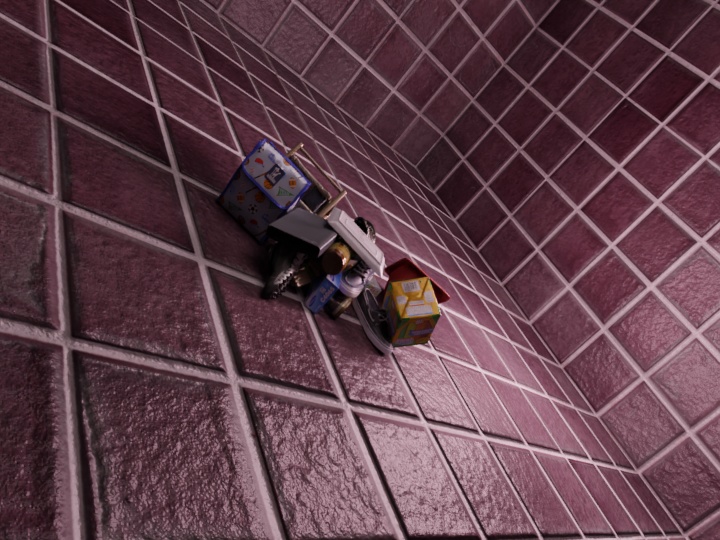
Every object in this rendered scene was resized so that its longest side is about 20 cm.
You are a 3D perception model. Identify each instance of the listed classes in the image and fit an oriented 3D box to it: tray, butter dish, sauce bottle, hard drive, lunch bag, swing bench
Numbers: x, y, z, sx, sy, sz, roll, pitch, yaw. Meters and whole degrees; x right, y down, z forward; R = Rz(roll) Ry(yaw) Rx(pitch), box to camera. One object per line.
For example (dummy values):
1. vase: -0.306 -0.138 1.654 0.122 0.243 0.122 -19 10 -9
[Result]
1. tray: -0.003 -0.079 1.499 0.200 0.022 0.108 46 22 -13
2. butter dish: 0.149 0.084 1.837 0.198 0.150 0.199 40 -21 -9
3. sauce bottle: -0.051 -0.046 1.483 0.066 0.066 0.201 42 21 -6
4. hard drive: -0.131 -0.094 1.418 0.136 0.034 0.200 24 22 6
5. lunch bag: -0.241 -0.203 1.478 0.170 0.200 0.124 43 19 -5
6. swing bench: -0.180 -0.207 1.615 0.199 0.130 0.200 45 51 1

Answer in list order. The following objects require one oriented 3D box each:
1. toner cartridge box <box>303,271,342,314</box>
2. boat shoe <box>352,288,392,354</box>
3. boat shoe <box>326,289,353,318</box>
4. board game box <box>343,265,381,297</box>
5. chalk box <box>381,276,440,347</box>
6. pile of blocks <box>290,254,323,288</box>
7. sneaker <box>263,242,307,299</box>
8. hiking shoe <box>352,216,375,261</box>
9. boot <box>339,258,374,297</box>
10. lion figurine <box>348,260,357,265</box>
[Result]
1. toner cartridge box: -0.090 0.024 1.504 0.043 0.095 0.201 37 19 -11
2. boat shoe: 0.045 0.136 1.602 0.071 0.068 0.203 23 29 -46
3. boat shoe: -0.049 0.055 1.559 0.065 0.073 0.201 46 19 -8
4. board game box: -0.021 -0.017 1.826 0.133 0.034 0.203 27 26 -44
5. chalk box: 0.131 0.132 1.628 0.120 0.203 0.127 -7 55 -13
6. pile of blocks: -0.132 -0.021 1.490 0.082 0.062 0.202 42 49 -9
7. sneaker: -0.189 -0.014 1.366 0.089 0.067 0.202 31 46 2
8. hiking shoe: 0.009 -0.110 1.671 0.073 0.104 0.202 12 31 4
9. boot: 0.000 0.000 1.540 0.072 0.092 0.200 36 20 3
10. lion figurine: -0.047 -0.032 1.691 0.194 0.075 0.123 -1 30 -29
